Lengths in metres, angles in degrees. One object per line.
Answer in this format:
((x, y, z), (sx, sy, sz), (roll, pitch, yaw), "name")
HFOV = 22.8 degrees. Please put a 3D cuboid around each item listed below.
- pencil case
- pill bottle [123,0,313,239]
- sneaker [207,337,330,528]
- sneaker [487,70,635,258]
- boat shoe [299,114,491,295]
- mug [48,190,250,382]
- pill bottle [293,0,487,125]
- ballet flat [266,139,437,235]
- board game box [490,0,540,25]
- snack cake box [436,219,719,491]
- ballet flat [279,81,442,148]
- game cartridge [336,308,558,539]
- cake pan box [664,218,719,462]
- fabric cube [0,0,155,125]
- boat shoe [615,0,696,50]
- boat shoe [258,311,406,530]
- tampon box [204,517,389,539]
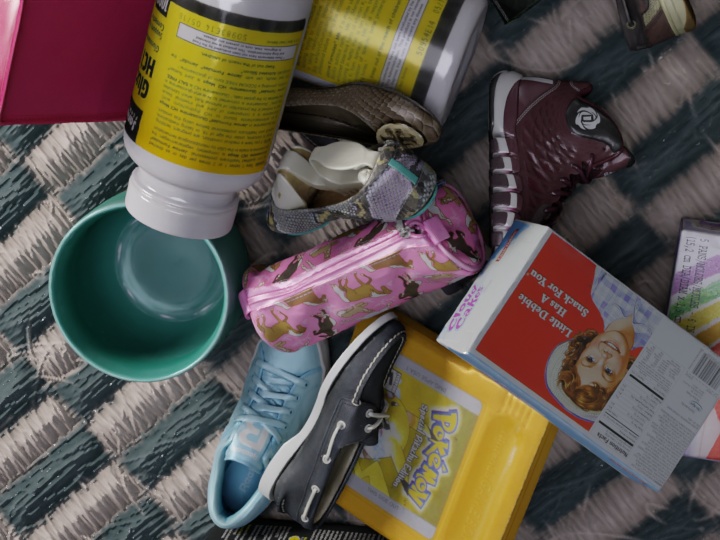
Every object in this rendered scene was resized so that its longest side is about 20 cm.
((0.000, 0.000, 1.414), (0.200, 0.083, 0.087), (-25, 121, 31), "pencil case")
((-0.113, -0.130, 1.331), (0.112, 0.112, 0.200), (19, 112, 6), "pill bottle")
((-0.078, 0.134, 1.518), (0.074, 0.082, 0.200), (18, 107, 5), "sneaker")
((0.159, -0.061, 1.407), (0.115, 0.076, 0.200), (-1, 84, 3), "sneaker")
((0.020, -0.056, 1.456), (0.200, 0.073, 0.063), (38, 105, -5), "boat shoe")
((-0.154, -0.001, 1.481), (0.185, 0.114, 0.152), (-21, 99, 15), "mug")
((-0.011, -0.196, 1.402), (0.200, 0.114, 0.114), (21, 107, 5), "pill bottle")
((-0.024, -0.071, 1.375), (0.200, 0.072, 0.072), (-4, 107, 52), "ballet flat")
((0.097, -0.300, 1.367), (0.105, 0.023, 0.200), (-34, 86, 40), "board game box")
((0.172, 0.065, 1.360), (0.200, 0.067, 0.115), (36, 85, -18), "snack cake box")
((-0.031, -0.119, 1.383), (0.200, 0.067, 0.046), (14, 62, 24), "ballet flat")
((0.055, 0.146, 1.476), (0.200, 0.032, 0.176), (31, 111, 33), "game cartridge")
((0.334, 0.061, 1.436), (0.184, 0.052, 0.200), (9, 105, 6), "cake pan box")
((-0.248, -0.237, 1.359), (0.199, 0.196, 0.200), (27, 111, 34), "fabric cube")
((0.187, -0.260, 1.369), (0.065, 0.073, 0.200), (-29, 97, 11), "boat shoe")
((-0.009, 0.124, 1.464), (0.060, 0.076, 0.200), (40, 117, 19), "boat shoe")
((-0.039, 0.306, 1.531), (0.200, 0.126, 0.150), (4, 106, 9), "tampon box")
